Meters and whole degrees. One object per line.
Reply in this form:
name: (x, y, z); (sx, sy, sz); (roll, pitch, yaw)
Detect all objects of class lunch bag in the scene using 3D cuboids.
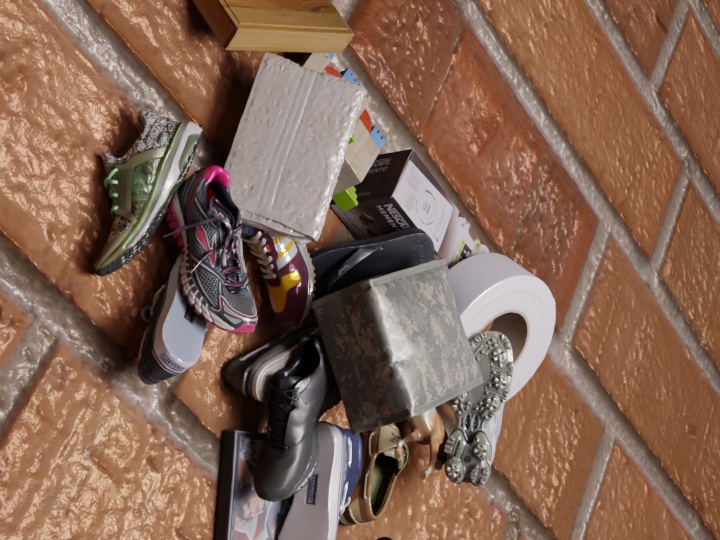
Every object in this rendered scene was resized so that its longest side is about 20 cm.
lunch bag: (0.055, 0.082, 1.581); (0.199, 0.117, 0.166); (-14, 85, -51)

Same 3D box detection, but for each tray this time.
tray: (-0.104, -0.308, 1.603); (0.199, 0.037, 0.099); (-8, 57, -49)

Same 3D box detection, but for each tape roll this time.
tape roll: (0.158, 0.082, 1.750); (0.200, 0.071, 0.205); (-21, 129, -29)

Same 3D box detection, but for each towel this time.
towel: (-0.081, -0.139, 1.553); (0.131, 0.034, 0.203); (19, 80, 1)

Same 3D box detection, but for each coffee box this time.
coffee box: (0.065, -0.057, 1.756); (0.200, 0.112, 0.080); (50, 53, -35)

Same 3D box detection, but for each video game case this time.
video game case: (-0.099, 0.298, 1.603); (0.179, 0.025, 0.204); (14, 76, -47)

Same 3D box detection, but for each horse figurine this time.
horse figurine: (0.061, 0.171, 1.688); (0.202, 0.049, 0.132); (63, 28, -5)

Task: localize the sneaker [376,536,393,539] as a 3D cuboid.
sneaker: (0.055, 0.391, 1.736); (0.199, 0.070, 0.100); (3, 87, -47)

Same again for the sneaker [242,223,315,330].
sneaker: (-0.108, -0.030, 1.594); (0.089, 0.074, 0.203); (4, 77, -39)

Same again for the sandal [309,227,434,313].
sandal: (0.000, -0.001, 1.653); (0.198, 0.043, 0.077); (-22, 122, -10)

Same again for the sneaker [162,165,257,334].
sneaker: (-0.157, -0.022, 1.466); (0.080, 0.074, 0.202); (10, 50, -52)

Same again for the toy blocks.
toy blocks: (-0.036, -0.196, 1.678); (0.201, 0.099, 0.137); (54, 37, -19)

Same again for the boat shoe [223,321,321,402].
boat shoe: (-0.084, 0.099, 1.618); (0.199, 0.056, 0.068); (-25, 126, -51)

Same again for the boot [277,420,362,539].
boot: (-0.040, 0.284, 1.603); (0.090, 0.072, 0.203); (22, 78, -60)

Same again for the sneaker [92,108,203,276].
sneaker: (-0.248, -0.088, 1.451); (0.088, 0.077, 0.202); (28, 71, -2)

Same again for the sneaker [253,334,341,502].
sneaker: (-0.080, 0.164, 1.546); (0.091, 0.075, 0.202); (49, 55, -49)

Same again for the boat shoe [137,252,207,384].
boat shoe: (-0.198, 0.049, 1.478); (0.073, 0.068, 0.201); (40, 33, -26)

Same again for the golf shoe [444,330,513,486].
golf shoe: (0.151, 0.168, 1.713); (0.097, 0.077, 0.203); (-30, 134, -73)

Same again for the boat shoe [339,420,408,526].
boat shoe: (0.029, 0.234, 1.718); (0.076, 0.073, 0.202); (42, 57, -38)
